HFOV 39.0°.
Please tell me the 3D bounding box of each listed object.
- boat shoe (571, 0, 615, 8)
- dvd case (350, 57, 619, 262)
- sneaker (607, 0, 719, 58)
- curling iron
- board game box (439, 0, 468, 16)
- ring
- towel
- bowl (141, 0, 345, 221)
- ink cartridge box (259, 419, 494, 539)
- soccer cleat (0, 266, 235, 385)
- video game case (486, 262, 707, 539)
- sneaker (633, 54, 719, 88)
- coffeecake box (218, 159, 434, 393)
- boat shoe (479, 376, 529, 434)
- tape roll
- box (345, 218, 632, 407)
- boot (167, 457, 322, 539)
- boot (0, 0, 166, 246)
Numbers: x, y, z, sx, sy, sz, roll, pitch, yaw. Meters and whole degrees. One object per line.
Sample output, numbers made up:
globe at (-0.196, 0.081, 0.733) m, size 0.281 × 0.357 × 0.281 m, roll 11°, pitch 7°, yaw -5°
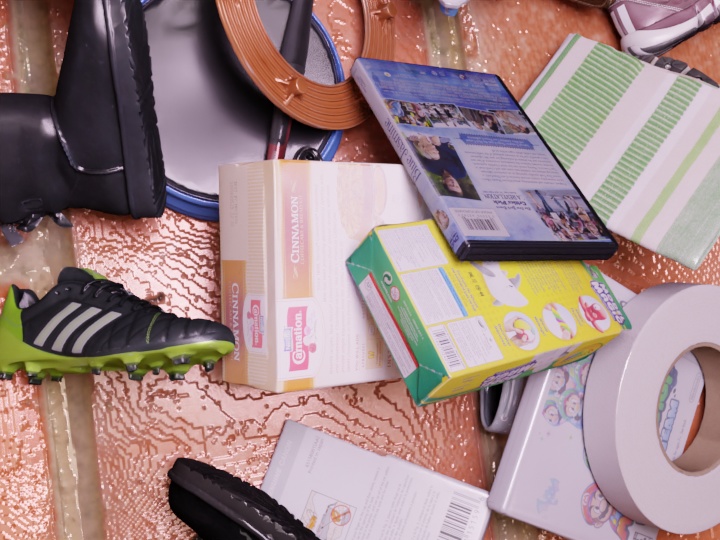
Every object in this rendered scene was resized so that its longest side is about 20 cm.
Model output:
boat shoe at (0.121, -0.259, 0.845) m, size 0.200 × 0.072 × 0.068 m, roll 27°, pitch 79°, yaw 5°
dvd case at (0.089, -0.084, 0.752) m, size 0.142 × 0.018 × 0.200 m, roll 0°, pitch 47°, yaw -33°
sneaker at (0.293, -0.272, 0.881) m, size 0.200 × 0.076 × 0.116 m, roll -29°, pitch 88°, yaw -13°
curling iron at (-0.047, -0.141, 0.780) m, size 0.049 × 0.026 × 0.201 m, roll 8°, pitch 77°, yaw -33°
board game box at (0.084, -0.323, 0.808) m, size 0.200 × 0.026 × 0.200 m, roll -36°, pitch 78°, yaw -13°
ring at (-0.033, -0.206, 0.771) m, size 0.200 × 0.019 × 0.201 m, roll 15°, pitch 71°, yaw -48°
towel at (0.211, -0.100, 0.798) m, size 0.200 × 0.023 × 0.153 m, roll 30°, pitch 74°, yaw 30°
bowl at (-0.106, -0.140, 0.799) m, size 0.200 × 0.039 × 0.201 m, roll 1°, pitch 85°, yaw -12°
ink cartridge box at (-0.009, 0.238, 0.784) m, size 0.173 × 0.044 × 0.201 m, roll 19°, pitch 81°, yaw 13°
soccer cleat at (-0.178, 0.036, 0.714) m, size 0.199 × 0.067 × 0.081 m, roll -4°, pitch 75°, yaw 24°
video game case at (0.199, 0.119, 0.813) m, size 0.182 × 0.024 × 0.201 m, roll 27°, pitch 79°, yaw -33°
sneaker at (0.283, -0.112, 0.859) m, size 0.199 × 0.090 × 0.079 m, roll 21°, pitch 67°, yaw 12°
coffeecake box at (0.000, 0.000, 0.742) m, size 0.200 × 0.073 × 0.154 m, roll -2°, pitch 93°, yaw -39°
boat shoe at (0.122, 0.034, 0.814) m, size 0.071 × 0.070 × 0.202 m, roll -1°, pitch 88°, yaw -19°
tape roll at (0.262, 0.109, 0.819) m, size 0.202 × 0.037 × 0.204 m, roll -2°, pitch 93°, yaw -34°
box at (0.098, 0.016, 0.714) m, size 0.200 × 0.048 × 0.118 m, roll -10°, pitch 64°, yaw -37°
boot at (-0.090, 0.250, 0.730) m, size 0.211 × 0.079 × 0.158 m, roll 35°, pitch 85°, yaw 14°
boot at (-0.226, -0.113, 0.705) m, size 0.162 × 0.073 × 0.199 m, roll -1°, pitch 121°, yaw -1°
